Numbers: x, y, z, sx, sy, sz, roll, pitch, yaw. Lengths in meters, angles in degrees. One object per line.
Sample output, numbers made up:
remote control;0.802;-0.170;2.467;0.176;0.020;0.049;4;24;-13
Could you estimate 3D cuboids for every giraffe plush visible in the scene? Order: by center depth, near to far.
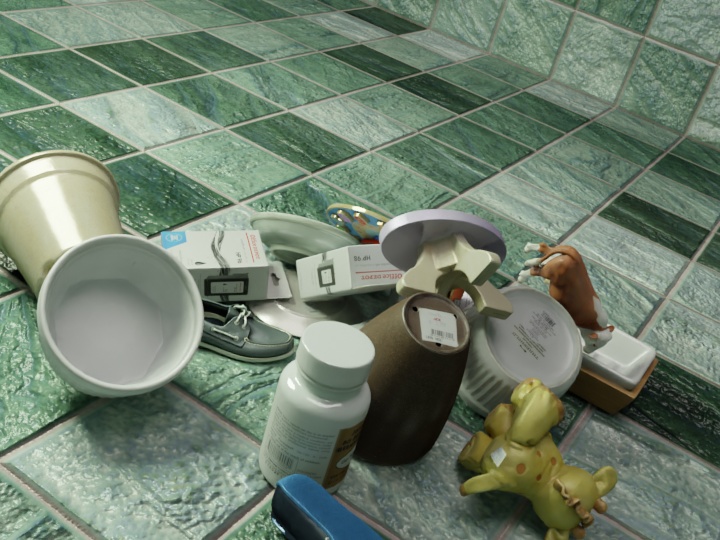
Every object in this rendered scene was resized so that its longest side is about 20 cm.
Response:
giraffe plush;0.236;0.258;1.125;0.162;0.173;0.200;40;19;-2

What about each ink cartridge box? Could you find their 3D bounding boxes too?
ink cartridge box;0.000;0.000;1.352;0.115;0.067;0.200;-4;-5;-33
ink cartridge box;-0.212;-0.009;1.388;0.199;0.068;0.116;-2;33;-16

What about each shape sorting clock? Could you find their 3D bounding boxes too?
shape sorting clock;0.033;-0.052;1.434;0.199;0.039;0.200;23;-10;4

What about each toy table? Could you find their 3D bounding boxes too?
toy table;0.127;0.001;1.218;0.199;0.184;0.117;4;50;-19

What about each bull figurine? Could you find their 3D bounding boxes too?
bull figurine;0.318;0.039;1.349;0.121;0.200;0.065;9;44;43

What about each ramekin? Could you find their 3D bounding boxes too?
ramekin;-0.309;0.067;1.108;0.199;0.105;0.201;10;66;-24
ramekin;0.233;0.118;1.302;0.199;0.105;0.201;8;61;-15

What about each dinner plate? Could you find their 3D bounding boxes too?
dinner plate;-0.090;0.046;1.431;0.199;0.024;0.200;12;30;-7

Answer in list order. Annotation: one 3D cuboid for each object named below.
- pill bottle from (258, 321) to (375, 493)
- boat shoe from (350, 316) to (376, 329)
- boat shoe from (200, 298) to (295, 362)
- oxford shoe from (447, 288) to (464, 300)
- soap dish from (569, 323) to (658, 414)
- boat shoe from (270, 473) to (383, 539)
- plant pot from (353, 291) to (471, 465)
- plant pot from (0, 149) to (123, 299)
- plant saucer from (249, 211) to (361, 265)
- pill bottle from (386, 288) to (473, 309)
pill bottle;-0.050;0.167;1.060;0.114;0.201;0.114;13;30;-7
boat shoe;0.003;0.125;1.302;0.066;0.072;0.200;28;23;27
boat shoe;-0.189;0.081;1.277;0.199;0.062;0.073;13;29;-6
oxford shoe;0.103;0.066;1.342;0.072;0.201;0.071;24;-8;0
soap dish;0.374;0.143;1.444;0.200;0.081;0.157;29;31;21
boat shoe;-0.024;0.310;0.969;0.084;0.069;0.200;-1;34;-44
plant pot;0.061;0.124;1.140;0.186;0.200;0.187;13;48;-16
plant pot;-0.411;-0.037;1.238;0.200;0.201;0.184;-6;41;-34
plant saucer;-0.096;-0.041;1.483;0.199;0.050;0.200;14;-13;3
pill bottle;0.150;0.063;1.433;0.199;0.114;0.113;13;29;-6
